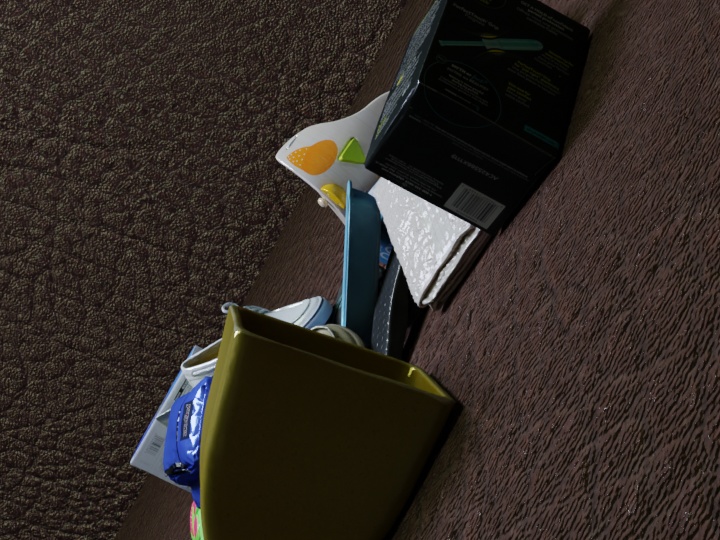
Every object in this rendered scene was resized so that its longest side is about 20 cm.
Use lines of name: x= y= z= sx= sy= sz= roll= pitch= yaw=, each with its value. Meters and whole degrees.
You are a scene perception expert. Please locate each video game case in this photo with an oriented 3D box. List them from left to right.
video game case: x=-0.173 y=0.212 z=1.984 sx=0.200 sy=0.181 sz=0.045 roll=-57 pitch=8 yaw=35

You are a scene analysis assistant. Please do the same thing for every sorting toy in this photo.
sorting toy: x=0.023 y=-0.136 z=2.028 sx=0.180 sy=0.200 sz=0.107 roll=-49 pitch=41 yaw=-10

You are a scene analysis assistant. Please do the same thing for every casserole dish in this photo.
casserole dish: x=0.000 y=0.000 z=1.729 sx=0.121 sy=0.039 sz=0.201 roll=-96 pitch=9 yaw=-76

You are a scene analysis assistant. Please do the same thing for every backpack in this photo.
backpack: x=-0.120 y=0.189 z=1.730 sx=0.200 sy=0.167 sz=0.163 roll=-31 pitch=54 yaw=58

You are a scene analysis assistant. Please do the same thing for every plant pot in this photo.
plant pot: x=-0.052 y=0.163 z=1.372 sx=0.194 sy=0.195 sz=0.200 roll=-141 pitch=69 yaw=-82

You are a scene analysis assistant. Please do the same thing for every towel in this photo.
towel: x=0.071 y=-0.067 z=1.585 sx=0.133 sy=0.034 sz=0.200 roll=-57 pitch=35 yaw=30

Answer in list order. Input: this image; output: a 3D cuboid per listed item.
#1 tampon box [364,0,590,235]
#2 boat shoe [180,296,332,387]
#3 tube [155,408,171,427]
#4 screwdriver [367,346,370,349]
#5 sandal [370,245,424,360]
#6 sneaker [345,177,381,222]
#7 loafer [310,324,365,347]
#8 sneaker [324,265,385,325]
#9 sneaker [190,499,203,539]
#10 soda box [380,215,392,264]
tampon box: x=0.113 y=-0.167 z=1.489 sx=0.126 sy=0.150 sz=0.200 roll=-54 pitch=12 yaw=46
boat shoe: x=-0.132 y=0.074 z=1.849 sx=0.202 sy=0.086 sz=0.075 roll=-33 pitch=19 yaw=20
tube: x=-0.165 y=0.217 z=1.896 sx=0.052 sy=0.200 sz=0.058 roll=10 pitch=58 yaw=42
screwdriver: x=0.011 y=0.111 z=1.708 sx=0.028 sy=0.029 sz=0.200 roll=-60 pitch=12 yaw=15
sandal: x=0.046 y=0.043 z=1.652 sx=0.075 sy=0.048 sz=0.201 roll=135 pitch=148 yaw=-62
sneaker: x=0.068 y=-0.117 z=1.930 sx=0.200 sy=0.075 sz=0.115 roll=-55 pitch=17 yaw=-22
loafer: x=-0.032 y=0.113 z=1.613 sx=0.076 sy=0.068 sz=0.200 roll=-62 pitch=27 yaw=18
sneaker: x=-0.024 y=0.081 z=1.840 sx=0.200 sy=0.075 sz=0.079 roll=-64 pitch=11 yaw=-2
sneaker: x=-0.160 y=0.337 z=1.872 sx=0.200 sy=0.084 sz=0.077 roll=-99 pitch=19 yaw=-48
soda box: x=0.069 y=-0.069 z=1.751 sx=0.064 sy=0.068 sz=0.200 roll=-68 pitch=9 yaw=-27
